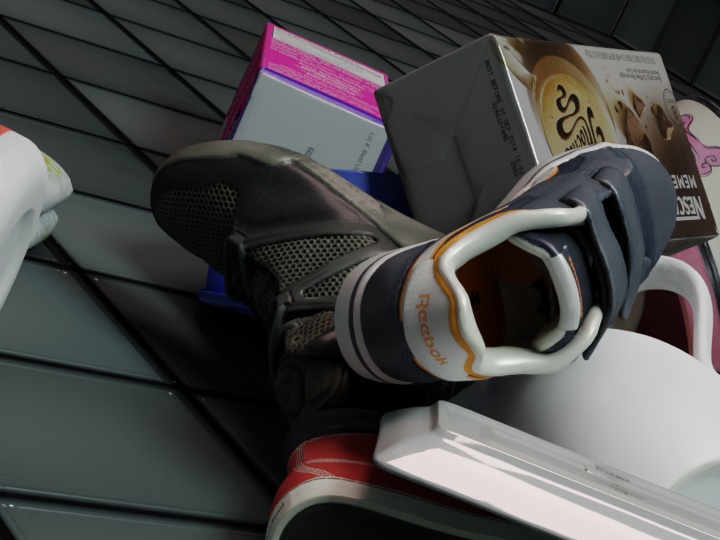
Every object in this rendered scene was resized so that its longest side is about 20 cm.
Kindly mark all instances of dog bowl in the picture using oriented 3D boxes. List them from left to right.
[{"bbox_3d":[0.206,-0.004,1.211,0.073,0.202,0.200,-19,26,-8],"label":"dog bowl"}]

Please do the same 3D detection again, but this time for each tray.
[{"bbox_3d":[0.102,0.096,0.766,0.198,0.022,0.107,22,5,0],"label":"tray"}]

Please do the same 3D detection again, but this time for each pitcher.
[{"bbox_3d":[0.130,0.067,0.928,0.200,0.171,0.122,41,-21,55],"label":"pitcher"}]

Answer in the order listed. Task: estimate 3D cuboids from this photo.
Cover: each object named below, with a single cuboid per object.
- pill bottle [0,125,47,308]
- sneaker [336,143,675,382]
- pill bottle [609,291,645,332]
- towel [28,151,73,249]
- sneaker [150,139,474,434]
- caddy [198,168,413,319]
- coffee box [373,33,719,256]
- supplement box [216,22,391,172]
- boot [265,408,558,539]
[{"bbox_3d":[-0.233,-0.039,0.760,0.199,0.113,0.113,25,14,-1],"label":"pill bottle"},{"bbox_3d":[0.087,-0.001,0.838,0.199,0.079,0.079,-28,15,-36],"label":"sneaker"},{"bbox_3d":[0.099,-0.014,1.250,0.112,0.114,0.200,20,15,-23],"label":"pill bottle"},{"bbox_3d":[-0.244,-0.057,0.937,0.170,0.048,0.200,27,14,5],"label":"towel"},{"bbox_3d":[-0.034,0.011,0.901,0.198,0.077,0.114,29,50,19],"label":"sneaker"},{"bbox_3d":[0.000,0.000,1.053,0.140,0.106,0.199,5,0,34],"label":"caddy"},{"bbox_3d":[0.104,-0.054,1.013,0.199,0.079,0.114,-4,74,-57],"label":"coffee box"},{"bbox_3d":[-0.040,-0.090,1.301,0.103,0.102,0.200,23,14,-6],"label":"supplement box"},{"bbox_3d":[0.059,0.117,0.811,0.198,0.073,0.144,22,13,-4],"label":"boot"}]
